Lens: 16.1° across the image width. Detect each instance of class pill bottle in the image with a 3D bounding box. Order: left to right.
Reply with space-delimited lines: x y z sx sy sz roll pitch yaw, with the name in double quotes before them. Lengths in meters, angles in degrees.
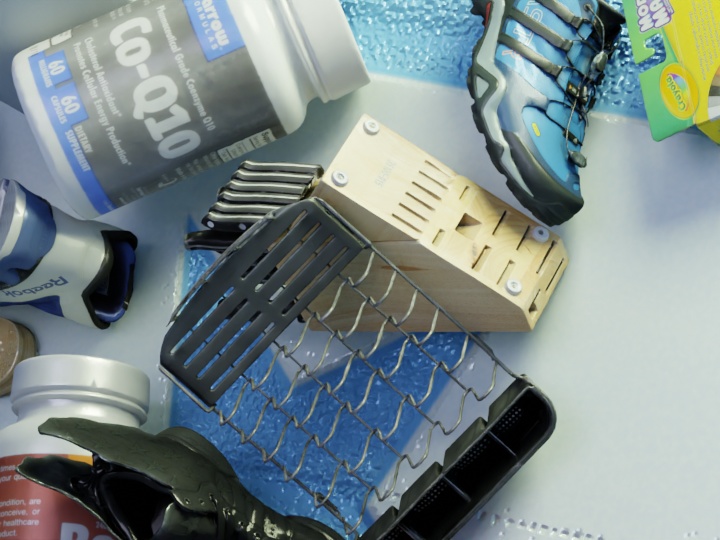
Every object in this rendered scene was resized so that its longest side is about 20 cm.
"pill bottle" -0.175 0.158 1.533 0.112 0.112 0.200 -9 68 30
"pill bottle" -0.102 -0.120 1.566 0.200 0.114 0.114 -24 59 2

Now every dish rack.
"dish rack" -0.008 0.064 1.432 0.200 0.055 0.153 42 100 -9

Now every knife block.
"knife block" 0.000 0.000 1.507 0.200 0.176 0.064 32 51 0

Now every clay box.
"clay box" 0.248 -0.147 1.416 0.200 0.048 0.115 -22 62 26

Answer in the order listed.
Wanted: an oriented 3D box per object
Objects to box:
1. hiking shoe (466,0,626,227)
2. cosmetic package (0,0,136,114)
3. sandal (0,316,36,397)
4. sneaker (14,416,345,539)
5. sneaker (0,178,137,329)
"hiking shoe" 0.112 -0.124 1.478 0.087 0.074 0.200 -20 62 26
"cosmetic package" -0.218 -0.217 1.648 0.123 0.199 0.200 -32 58 20
"sandal" -0.318 0.063 1.688 0.211 0.070 0.078 -14 65 28
"sneaker" -0.092 0.147 1.452 0.200 0.104 0.060 37 111 15
"sneaker" -0.210 0.000 1.639 0.199 0.115 0.081 -6 64 63
